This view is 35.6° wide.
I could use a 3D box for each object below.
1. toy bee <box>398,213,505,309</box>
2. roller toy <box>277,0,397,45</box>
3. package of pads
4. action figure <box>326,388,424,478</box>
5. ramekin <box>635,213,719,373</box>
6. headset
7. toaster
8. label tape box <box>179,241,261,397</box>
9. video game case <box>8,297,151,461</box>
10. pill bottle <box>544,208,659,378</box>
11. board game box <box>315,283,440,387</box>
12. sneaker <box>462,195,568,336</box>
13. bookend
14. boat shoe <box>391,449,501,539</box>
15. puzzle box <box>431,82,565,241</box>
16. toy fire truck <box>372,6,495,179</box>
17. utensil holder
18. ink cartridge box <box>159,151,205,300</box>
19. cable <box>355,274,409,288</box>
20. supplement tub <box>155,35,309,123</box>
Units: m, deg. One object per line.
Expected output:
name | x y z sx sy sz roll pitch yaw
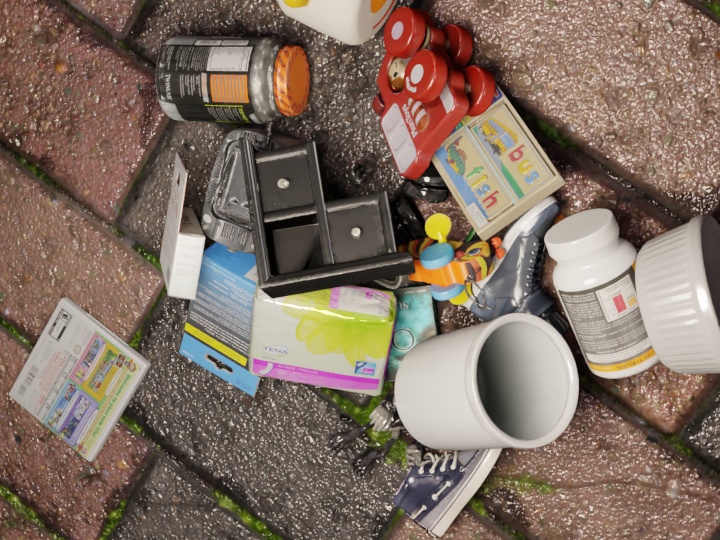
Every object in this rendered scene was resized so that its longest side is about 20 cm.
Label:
toy bee | 0.136 -0.005 1.495 0.200 0.108 0.132 39 150 36
roller toy | -0.027 -0.406 1.494 0.139 0.183 0.201 27 80 13
package of pads | -0.054 0.087 1.553 0.198 0.069 0.156 9 129 0
action figure | 0.055 0.226 1.596 0.199 0.102 0.119 -35 104 23
ramekin | 0.419 0.037 1.414 0.094 0.202 0.204 -15 93 30
headset | 0.075 -0.092 1.554 0.199 0.094 0.124 31 106 0
toaster | -0.143 -0.126 1.601 0.113 0.129 0.202 20 104 13
label tape box | -0.181 0.070 1.667 0.143 0.063 0.201 29 130 12
video game case | -0.453 0.175 1.802 0.181 0.022 0.201 36 106 10
pill bottle | 0.318 0.029 1.456 0.115 0.117 0.201 -19 110 19
board game box | 0.019 0.096 1.634 0.198 0.028 0.137 -7 95 19
sneaker | 0.243 0.013 1.516 0.146 0.077 0.203 43 118 20
bookend | -0.042 -0.082 1.454 0.198 0.092 0.201 -9 80 4
boat shoe | 0.124 0.285 1.601 0.092 0.075 0.201 33 107 3
puzzle box | 0.169 -0.152 1.493 0.133 0.025 0.201 -36 57 10
toy fire truck | 0.076 -0.246 1.512 0.168 0.111 0.201 -49 48 35
utensil holder | 0.160 0.153 1.483 0.200 0.169 0.171 -19 92 59
ink cartridge box | -0.252 -0.069 1.614 0.043 0.200 0.175 8 102 -15
cable | 0.000 0.000 1.568 0.050 0.200 0.098 -7 111 -25
supplement tub | -0.180 -0.272 1.596 0.198 0.122 0.124 5 99 17
